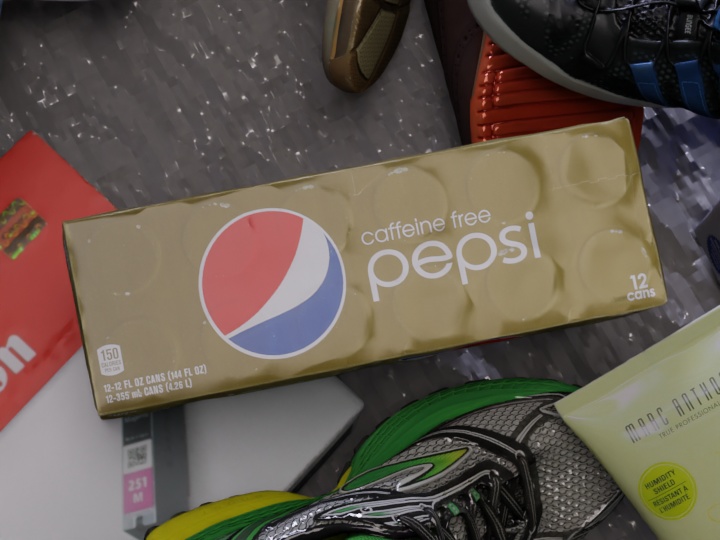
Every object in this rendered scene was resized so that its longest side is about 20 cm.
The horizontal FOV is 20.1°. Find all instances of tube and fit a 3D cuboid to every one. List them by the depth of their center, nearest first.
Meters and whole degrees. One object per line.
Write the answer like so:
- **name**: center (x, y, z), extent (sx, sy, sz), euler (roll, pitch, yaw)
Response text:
- **tube**: center (0.150, 0.111, 0.708), extent (0.058, 0.052, 0.201), euler (-35, 98, -30)

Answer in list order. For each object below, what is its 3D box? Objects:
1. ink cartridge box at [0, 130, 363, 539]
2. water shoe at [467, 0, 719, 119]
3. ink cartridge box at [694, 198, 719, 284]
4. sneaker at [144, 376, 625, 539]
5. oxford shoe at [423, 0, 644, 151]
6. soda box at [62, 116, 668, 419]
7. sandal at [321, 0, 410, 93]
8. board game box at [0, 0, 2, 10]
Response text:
- **ink cartridge box**: center (-0.127, 0.065, 0.737), extent (0.173, 0.044, 0.200), euler (42, 76, 6)
- **water shoe**: center (0.137, -0.089, 0.720), extent (0.198, 0.079, 0.072), euler (18, 82, -7)
- **ink cartridge box**: center (0.212, 0.052, 0.762), extent (0.093, 0.044, 0.201), euler (-20, 76, -11)
- **sneaker**: center (0.019, 0.098, 0.697), extent (0.199, 0.085, 0.079), euler (-24, 105, -25)
- **oxford shoe**: center (0.062, -0.089, 0.787), extent (0.071, 0.072, 0.202), euler (-2, 91, -23)
- **soda box**: center (0.000, 0.000, 0.705), extent (0.198, 0.064, 0.068), euler (-11, 86, -8)
- **sandal**: center (-0.008, -0.161, 0.794), extent (0.053, 0.080, 0.202), euler (-3, 72, 11)
- **board game box**: center (-0.180, -0.117, 0.699), extent (0.102, 0.105, 0.201), euler (16, 113, 1)
